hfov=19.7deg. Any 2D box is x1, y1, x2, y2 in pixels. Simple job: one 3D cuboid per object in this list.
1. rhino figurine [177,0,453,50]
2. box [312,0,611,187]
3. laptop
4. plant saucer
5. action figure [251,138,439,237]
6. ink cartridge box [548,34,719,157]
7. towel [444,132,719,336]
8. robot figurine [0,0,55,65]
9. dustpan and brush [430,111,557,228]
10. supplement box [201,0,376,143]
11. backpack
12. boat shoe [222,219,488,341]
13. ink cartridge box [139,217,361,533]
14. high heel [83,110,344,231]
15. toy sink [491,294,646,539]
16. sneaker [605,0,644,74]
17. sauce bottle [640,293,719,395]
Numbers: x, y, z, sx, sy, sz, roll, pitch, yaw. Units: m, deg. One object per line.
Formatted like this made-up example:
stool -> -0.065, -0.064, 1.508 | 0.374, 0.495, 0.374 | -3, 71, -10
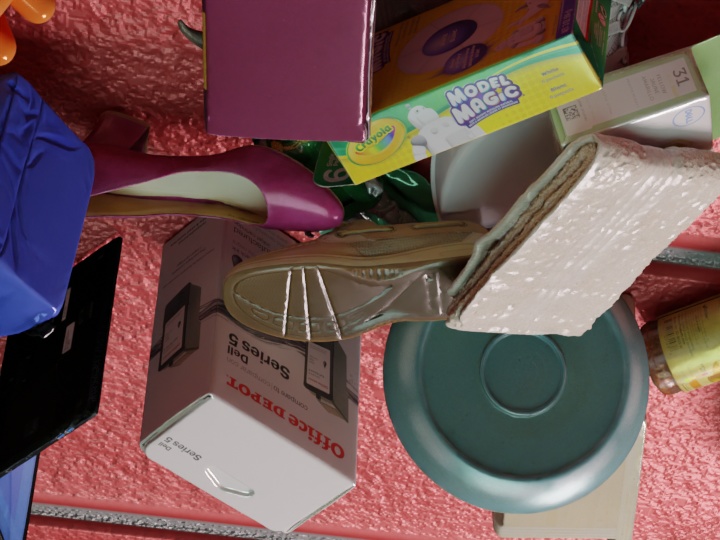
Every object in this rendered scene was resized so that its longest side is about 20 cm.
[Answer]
rhino figurine -> -0.023, -0.161, 1.387 | 0.198, 0.060, 0.088 | 4, 123, 0
box -> 0.056, -0.124, 1.295 | 0.199, 0.118, 0.048 | -22, 119, 23
laptop -> -0.225, 0.106, 1.580 | 0.199, 0.178, 0.103 | -33, 127, 30
plant saucer -> 0.116, 0.075, 1.500 | 0.198, 0.202, 0.027 | 6, 170, -5
action figure -> -0.014, -0.061, 1.497 | 0.118, 0.055, 0.200 | -27, 126, 25
ink cartridge box -> 0.229, -0.101, 1.394 | 0.199, 0.048, 0.146 | -18, 154, 3
towel -> 0.151, -0.022, 1.401 | 0.132, 0.035, 0.200 | 4, 142, -36
robot figurine -> -0.283, -0.216, 1.301 | 0.143, 0.117, 0.200 | -19, 135, 40
dustpan and brush -> 0.112, -0.120, 1.441 | 0.138, 0.058, 0.201 | -10, 141, -1
supplement box -> -0.040, -0.192, 1.258 | 0.102, 0.201, 0.131 | 3, 135, -2
backpack -> -0.301, -0.042, 1.371 | 0.199, 0.163, 0.168 | -17, 131, 29
boat shoe -> 0.000, 0.000, 1.471 | 0.198, 0.065, 0.073 | -6, 129, -4
ink cartridge box -> -0.077, 0.069, 1.522 | 0.145, 0.201, 0.084 | 34, 127, -29
high heel -> -0.115, -0.047, 1.441 | 0.199, 0.096, 0.068 | 22, 139, 5
toy sink -> 0.158, 0.133, 1.633 | 0.111, 0.131, 0.201 | 0, 136, 1
sneaker -> 0.163, -0.183, 1.350 | 0.081, 0.075, 0.201 | -8, 134, 11
sauce bottle -> 0.313, 0.037, 1.577 | 0.199, 0.066, 0.066 | -21, 131, 23
